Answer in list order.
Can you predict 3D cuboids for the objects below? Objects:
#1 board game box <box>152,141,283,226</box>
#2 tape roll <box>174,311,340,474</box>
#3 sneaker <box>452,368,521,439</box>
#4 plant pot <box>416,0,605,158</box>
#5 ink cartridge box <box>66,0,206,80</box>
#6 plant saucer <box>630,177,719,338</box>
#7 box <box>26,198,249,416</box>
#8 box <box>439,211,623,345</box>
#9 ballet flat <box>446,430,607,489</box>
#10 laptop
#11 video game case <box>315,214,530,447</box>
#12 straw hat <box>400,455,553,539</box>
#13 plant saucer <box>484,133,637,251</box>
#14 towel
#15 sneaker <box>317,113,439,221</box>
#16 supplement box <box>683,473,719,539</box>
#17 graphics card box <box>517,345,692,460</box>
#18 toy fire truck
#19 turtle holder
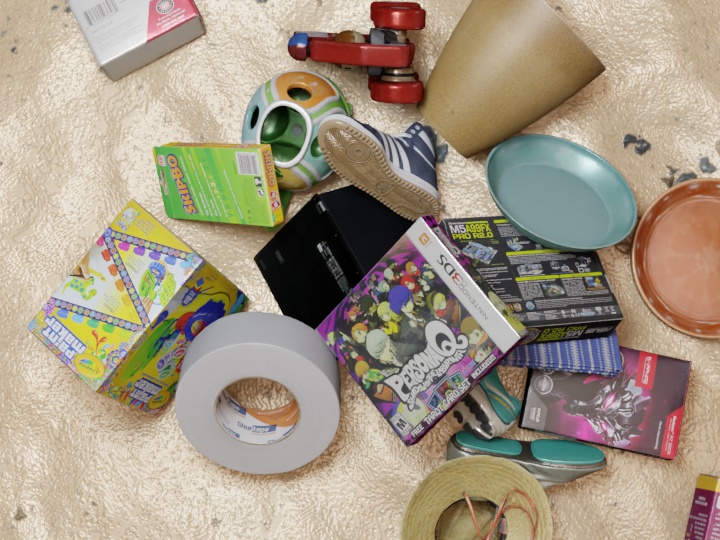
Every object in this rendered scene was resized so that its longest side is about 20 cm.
[{"bbox_3d":[-0.179,-0.108,1.575,0.198,0.030,0.097,5,112,39],"label":"board game box"},{"bbox_3d":[-0.121,0.149,1.534,0.197,0.067,0.202,1,125,1],"label":"tape roll"},{"bbox_3d":[0.123,0.119,1.593,0.079,0.078,0.201,-27,75,-35],"label":"sneaker"},{"bbox_3d":[0.168,-0.244,1.582,0.200,0.186,0.187,-45,84,11],"label":"plant pot"},{"bbox_3d":[-0.307,-0.370,1.640,0.146,0.086,0.202,-26,82,-1],"label":"ink cartridge box"},{"bbox_3d":[0.439,-0.015,1.609,0.197,0.032,0.203,0,85,2],"label":"plant saucer"},{"bbox_3d":[-0.260,0.050,1.527,0.122,0.200,0.193,38,87,17],"label":"box"},{"bbox_3d":[0.201,0.009,1.542,0.197,0.044,0.162,-4,57,-22],"label":"box"},{"bbox_3d":[0.204,0.241,1.581,0.197,0.068,0.065,7,112,3],"label":"ballet flat"},{"bbox_3d":[0.000,0.000,1.602,0.200,0.115,0.188,-43,62,24],"label":"laptop"},{"bbox_3d":[0.068,0.070,1.467,0.200,0.036,0.182,-46,73,24],"label":"video game case"},{"bbox_3d":[0.127,0.316,1.550,0.198,0.085,0.204,1,87,-18],"label":"straw hat"},{"bbox_3d":[0.243,-0.089,1.577,0.197,0.036,0.202,9,45,-9],"label":"plant saucer"},{"bbox_3d":[0.218,0.060,1.554,0.197,0.024,0.146,6,55,-15],"label":"towel"},{"bbox_3d":[0.024,-0.153,1.571,0.070,0.199,0.110,-27,42,34],"label":"sneaker"},{"bbox_3d":[0.457,0.360,1.533,0.129,0.103,0.203,16,84,3],"label":"supplement box"},{"bbox_3d":[0.303,0.155,1.585,0.197,0.051,0.127,12,83,4],"label":"graphics card box"},{"bbox_3d":[-0.006,-0.272,1.571,0.165,0.200,0.114,1,105,-2],"label":"toy fire truck"},{"bbox_3d":[-0.096,-0.159,1.584,0.185,0.132,0.141,-44,92,12],"label":"turtle holder"}]
